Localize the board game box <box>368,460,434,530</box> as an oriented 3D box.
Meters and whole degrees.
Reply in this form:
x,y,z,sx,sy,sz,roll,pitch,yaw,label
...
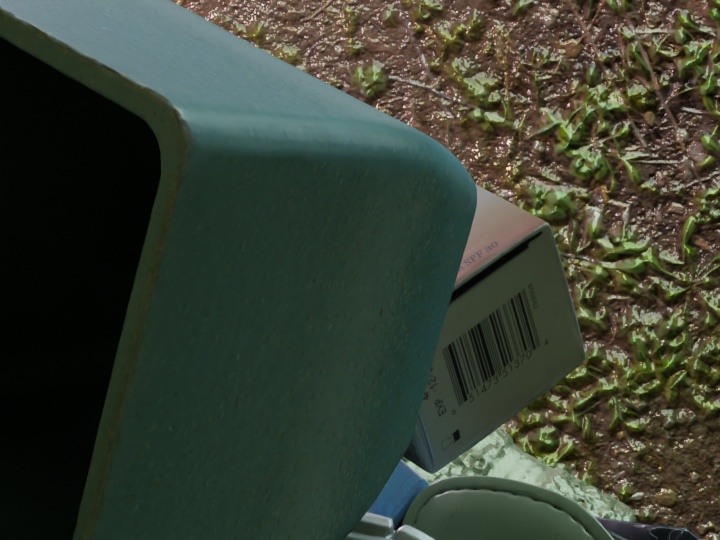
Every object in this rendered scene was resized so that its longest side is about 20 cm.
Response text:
x,y,z,sx,sy,sz,roll,pitch,yaw,label
0.001,0.100,1.124,0.151,0.037,0.200,37,-5,31,board game box

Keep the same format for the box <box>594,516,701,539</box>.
x,y,z,sx,sy,sz,roll,pitch,yaw,label
0.172,0.220,1.205,0.199,0.115,0.132,37,-16,-20,box

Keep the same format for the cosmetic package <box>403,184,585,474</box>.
x,y,z,sx,sy,sz,roll,pitch,yaw,label
0.000,0.000,1.149,0.199,0.103,0.088,29,-34,46,cosmetic package

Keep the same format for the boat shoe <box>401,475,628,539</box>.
x,y,z,sx,sy,sz,roll,pitch,yaw,label
0.107,0.145,0.976,0.200,0.072,0.061,25,-7,27,boat shoe

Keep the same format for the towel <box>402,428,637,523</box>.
x,y,z,sx,sy,sz,roll,pitch,yaw,label
0.062,0.163,1.345,0.148,0.037,0.200,30,43,12,towel

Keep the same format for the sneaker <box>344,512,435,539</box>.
x,y,z,sx,sy,sz,roll,pitch,yaw,label
-0.037,0.132,0.947,0.199,0.091,0.078,25,-38,12,sneaker

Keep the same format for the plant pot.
x,y,z,sx,sy,sz,roll,pitch,yaw,label
-0.071,0.003,0.861,0.199,0.198,0.195,-4,26,-46,plant pot
